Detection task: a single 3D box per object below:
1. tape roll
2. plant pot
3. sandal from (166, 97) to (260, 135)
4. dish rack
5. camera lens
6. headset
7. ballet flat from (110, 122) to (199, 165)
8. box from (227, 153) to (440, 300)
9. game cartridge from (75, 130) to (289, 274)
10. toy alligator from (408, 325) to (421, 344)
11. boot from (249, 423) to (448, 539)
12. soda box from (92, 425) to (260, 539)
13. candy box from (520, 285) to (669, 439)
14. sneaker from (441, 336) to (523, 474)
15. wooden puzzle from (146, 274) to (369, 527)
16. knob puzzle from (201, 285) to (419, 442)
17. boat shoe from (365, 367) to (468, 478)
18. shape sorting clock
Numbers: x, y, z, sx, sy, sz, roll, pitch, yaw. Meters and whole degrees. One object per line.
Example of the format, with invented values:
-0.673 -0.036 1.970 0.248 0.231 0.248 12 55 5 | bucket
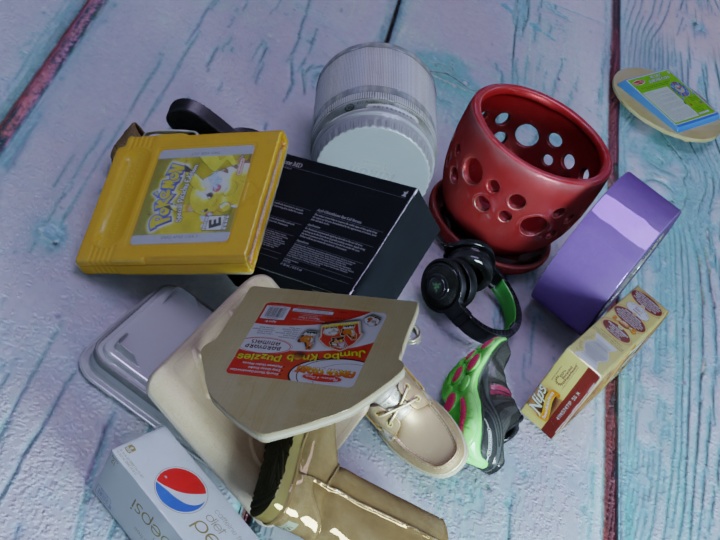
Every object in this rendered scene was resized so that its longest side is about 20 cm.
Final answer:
0.308 -0.020 1.650 0.085 0.200 0.200 40 39 12 | tape roll
0.195 -0.113 1.693 0.200 0.183 0.201 18 40 -16 | plant pot
-0.138 -0.147 1.555 0.200 0.075 0.048 39 55 -31 | sandal
-0.165 0.098 1.337 0.200 0.044 0.172 36 38 6 | dish rack
0.018 -0.182 1.672 0.159 0.160 0.201 19 39 -14 | camera lens
0.110 0.012 1.611 0.200 0.094 0.123 50 35 0 | headset
-0.189 -0.121 1.509 0.199 0.073 0.068 20 1 10 | ballet flat
-0.040 -0.033 1.377 0.199 0.079 0.141 18 68 36 | box
-0.188 -0.074 1.398 0.199 0.032 0.177 0 55 18 | game cartridge
0.000 0.000 1.451 0.200 0.054 0.059 41 51 12 | toy alligator
0.001 0.206 1.250 0.200 0.066 0.176 33 59 -23 | boot
-0.149 0.238 1.174 0.200 0.064 0.068 47 40 19 | soda box
0.279 0.106 1.559 0.055 0.116 0.200 42 39 14 | candy box
0.138 0.152 1.466 0.084 0.077 0.200 42 37 -16 | sneaker
-0.100 0.126 1.283 0.185 0.046 0.200 50 43 -7 | wooden puzzle
-0.054 0.092 1.203 0.218 0.031 0.220 -6 35 4 | knob puzzle
0.031 0.137 1.381 0.200 0.074 0.069 43 -3 27 | boat shoe
0.512 -0.277 2.201 0.199 0.039 0.201 17 40 -15 | shape sorting clock
